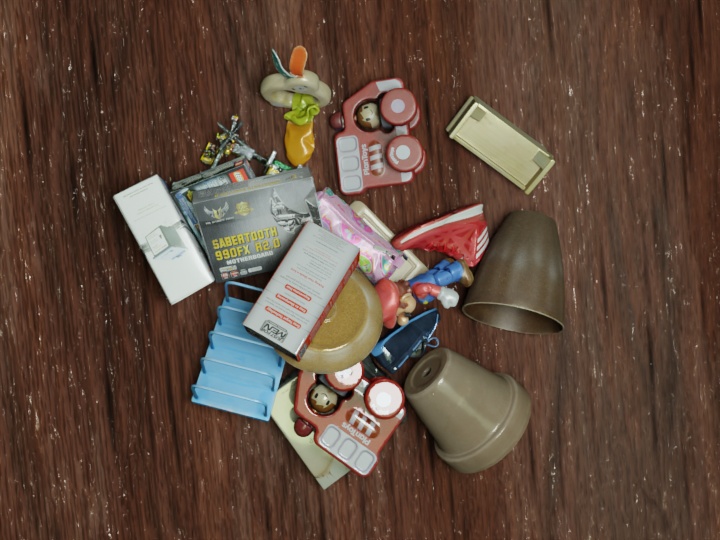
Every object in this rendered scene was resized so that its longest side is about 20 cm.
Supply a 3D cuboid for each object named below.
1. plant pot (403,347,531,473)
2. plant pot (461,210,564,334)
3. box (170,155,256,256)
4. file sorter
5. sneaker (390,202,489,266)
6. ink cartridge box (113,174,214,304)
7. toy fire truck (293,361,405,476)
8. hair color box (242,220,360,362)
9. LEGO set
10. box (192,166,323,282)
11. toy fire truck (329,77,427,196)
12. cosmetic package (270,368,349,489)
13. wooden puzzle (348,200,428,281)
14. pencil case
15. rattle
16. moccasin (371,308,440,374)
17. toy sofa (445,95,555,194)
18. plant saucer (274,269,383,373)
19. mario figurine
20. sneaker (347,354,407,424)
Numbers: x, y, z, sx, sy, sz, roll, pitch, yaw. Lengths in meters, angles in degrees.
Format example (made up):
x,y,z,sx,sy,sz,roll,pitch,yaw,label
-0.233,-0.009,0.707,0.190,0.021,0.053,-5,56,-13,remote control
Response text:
x,y,z,sx,sy,sz,roll,pitch,yaw,label
0.174,0.232,1.339,0.175,0.200,0.200,43,85,-17,plant pot
0.300,-0.003,1.389,0.187,0.187,0.200,16,75,-10,plant pot
-0.220,-0.086,1.293,0.137,0.040,0.200,-21,124,7,box
-0.196,0.136,1.282,0.138,0.123,0.200,15,67,-2,file sorter
0.161,-0.045,1.393,0.200,0.078,0.116,-22,96,-16,sneaker
-0.331,-0.052,1.280,0.086,0.146,0.200,-29,96,-7,ink cartridge box
-0.027,0.235,1.283,0.200,0.112,0.168,34,83,0,toy fire truck
-0.091,0.032,1.190,0.101,0.061,0.200,29,74,8,hair color box
-0.195,-0.162,1.315,0.200,0.116,0.154,35,86,-9,LEGO set
-0.165,-0.076,1.252,0.200,0.048,0.159,-13,124,-5,box
0.030,-0.245,1.366,0.168,0.112,0.200,-7,92,9,toy fire truck
-0.087,0.286,1.371,0.103,0.073,0.200,-36,96,-7,cosmetic package
0.000,0.000,1.398,0.200,0.037,0.185,44,83,-3,wooden puzzle
-0.013,-0.059,1.335,0.200,0.087,0.087,41,85,2,pencil case
-0.119,-0.280,1.280,0.130,0.200,0.143,23,83,-8,rattle
0.087,0.131,1.359,0.200,0.080,0.068,-29,86,-46,moccasin
0.265,-0.241,1.420,0.200,0.098,0.083,34,111,-9,toy sofa
-0.060,0.069,1.235,0.200,0.035,0.201,1,67,-3,plant saucer
0.102,0.052,1.329,0.200,0.124,0.106,-23,69,-23,mario figurine
0.010,0.212,1.392,0.091,0.076,0.200,-39,88,0,sneaker
